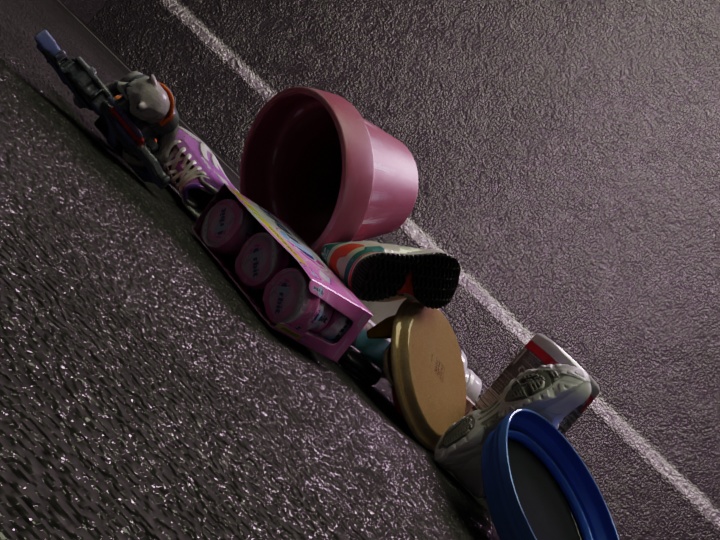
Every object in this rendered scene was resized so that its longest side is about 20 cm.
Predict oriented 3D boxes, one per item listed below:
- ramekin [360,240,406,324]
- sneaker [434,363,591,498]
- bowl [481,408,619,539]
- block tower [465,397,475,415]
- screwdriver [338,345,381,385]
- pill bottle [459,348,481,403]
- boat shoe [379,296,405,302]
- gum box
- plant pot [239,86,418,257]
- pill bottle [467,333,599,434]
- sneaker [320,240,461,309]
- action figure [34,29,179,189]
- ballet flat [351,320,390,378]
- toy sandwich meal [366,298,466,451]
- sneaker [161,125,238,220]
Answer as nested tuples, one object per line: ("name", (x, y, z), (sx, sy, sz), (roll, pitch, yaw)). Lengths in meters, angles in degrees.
("ramekin", (0.001, 0.040, 1.142), (0.199, 0.098, 0.201), (38, -11, 9))
("sneaker", (0.184, 0.185, 0.899), (0.100, 0.198, 0.078), (50, 21, -10))
("bowl", (0.187, 0.237, 0.776), (0.200, 0.039, 0.203), (39, 31, -28))
("block tower", (0.158, 0.222, 1.139), (0.200, 0.054, 0.058), (44, 2, 2))
("screwdriver", (-0.054, 0.073, 0.928), (0.198, 0.028, 0.029), (37, -27, -15))
("pill bottle", (0.110, 0.153, 1.346), (0.199, 0.111, 0.111), (43, 1, -15))
("boat shoe", (0.000, 0.000, 1.017), (0.068, 0.194, 0.073), (-93, 174, -55))
("gum box", (-0.083, 0.004, 0.843), (0.200, 0.067, 0.113), (45, 7, 39))
("plant pot", (-0.027, -0.114, 1.009), (0.176, 0.203, 0.200), (1, 33, -47))
("pill bottle", (0.206, 0.191, 1.029), (0.110, 0.201, 0.111), (41, 1, -1))
("sneaker", (0.037, -0.006, 0.944), (0.197, 0.072, 0.093), (4, 19, -46))
("action figure", (-0.268, -0.198, 0.895), (0.202, 0.105, 0.192), (54, -19, -23))
("ballet flat", (-0.025, 0.074, 0.993), (0.063, 0.077, 0.200), (-2, -39, 42))
("toy sandwich meal", (0.071, 0.129, 0.995), (0.204, 0.069, 0.211), (33, 50, -51))
("sneaker", (-0.216, -0.123, 1.013), (0.200, 0.073, 0.114), (44, 4, 7))
